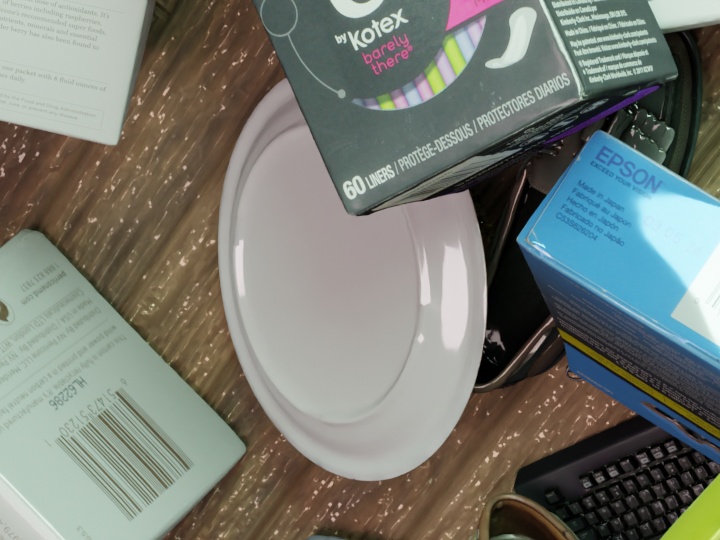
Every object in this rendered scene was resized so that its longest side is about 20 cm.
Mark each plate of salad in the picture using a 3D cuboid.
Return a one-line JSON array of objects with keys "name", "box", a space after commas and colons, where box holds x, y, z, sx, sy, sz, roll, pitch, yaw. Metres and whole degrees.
[{"name": "plate of salad", "box": [0.000, 0.000, 1.417, 0.200, 0.048, 0.201, 10, 103, 49]}]

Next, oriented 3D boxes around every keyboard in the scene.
[{"name": "keyboard", "box": [0.157, 0.075, 1.406, 0.200, 0.021, 0.127, -27, 97, 31]}]

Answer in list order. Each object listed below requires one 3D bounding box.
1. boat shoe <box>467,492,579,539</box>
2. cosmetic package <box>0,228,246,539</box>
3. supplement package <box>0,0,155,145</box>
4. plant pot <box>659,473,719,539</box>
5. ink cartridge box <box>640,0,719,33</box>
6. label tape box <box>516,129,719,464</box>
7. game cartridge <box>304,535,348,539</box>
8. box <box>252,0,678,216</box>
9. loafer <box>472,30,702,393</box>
[{"name": "boat shoe", "box": [0.099, 0.179, 1.383, 0.200, 0.076, 0.072, 49, 150, 46]}, {"name": "cosmetic package", "box": [-0.202, 0.122, 1.510, 0.166, 0.167, 0.200, 45, 121, 2]}, {"name": "supplement package", "box": [-0.144, -0.181, 1.370, 0.121, 0.120, 0.200, 13, 116, -4]}, {"name": "plant pot", "box": [0.234, 0.141, 1.147, 0.200, 0.199, 0.181, -48, 48, -4]}, {"name": "ink cartridge box", "box": [0.089, -0.169, 1.288, 0.200, 0.083, 0.146, -8, 93, 29]}, {"name": "label tape box", "box": [0.154, 0.028, 1.293, 0.144, 0.200, 0.063, 32, 81, 18]}, {"name": "game cartridge", "box": [0.035, 0.204, 1.449, 0.199, 0.133, 0.041, 13, 138, 20]}, {"name": "box", "box": [0.024, -0.139, 1.218, 0.122, 0.106, 0.200, -27, 84, 28]}, {"name": "loafer", "box": [0.099, -0.025, 1.368, 0.072, 0.063, 0.200, 30, 120, 12]}]
